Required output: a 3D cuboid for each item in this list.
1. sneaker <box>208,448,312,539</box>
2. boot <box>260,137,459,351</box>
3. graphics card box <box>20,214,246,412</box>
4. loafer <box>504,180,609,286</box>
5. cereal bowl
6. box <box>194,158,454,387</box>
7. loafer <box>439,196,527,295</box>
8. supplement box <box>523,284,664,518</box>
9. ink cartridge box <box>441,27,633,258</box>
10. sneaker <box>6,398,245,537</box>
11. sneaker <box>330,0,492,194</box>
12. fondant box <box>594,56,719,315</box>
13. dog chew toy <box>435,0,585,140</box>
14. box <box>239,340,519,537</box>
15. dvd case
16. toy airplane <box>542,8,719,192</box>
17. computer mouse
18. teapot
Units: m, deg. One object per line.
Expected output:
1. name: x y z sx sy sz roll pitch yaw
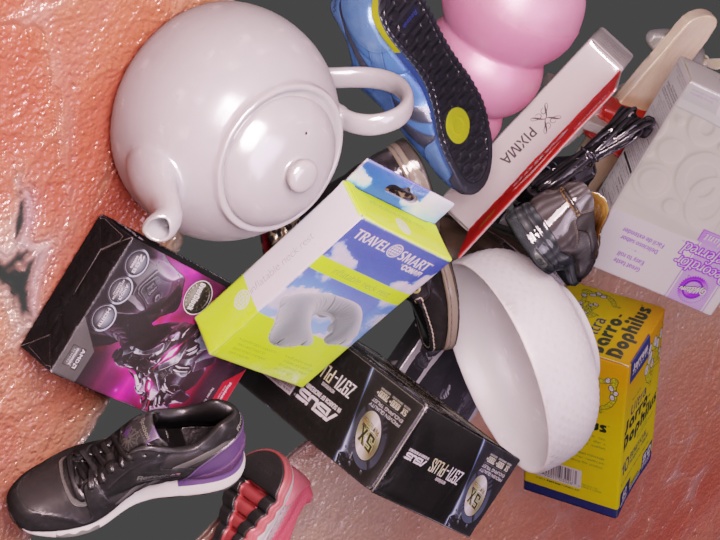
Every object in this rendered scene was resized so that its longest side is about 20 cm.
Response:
1. sneaker: -0.106 0.263 1.671 0.201 0.074 0.087 -57 142 0
2. boot: 0.000 0.000 1.570 0.149 0.073 0.201 -21 123 -12
3. graphics card box: -0.166 0.048 1.487 0.200 0.051 0.126 32 92 -49
4. loafer: 0.183 -0.035 1.561 0.072 0.073 0.200 -36 171 11
5. cereal bowl: 0.150 0.070 1.590 0.083 0.200 0.201 -21 131 -14
6. box: -0.022 0.006 1.468 0.200 0.048 0.122 -41 142 22
7. loafer: 0.097 -0.018 1.674 0.198 0.071 0.074 9 109 -33
8. supplement box: 0.238 0.133 1.881 0.109 0.109 0.202 -49 146 -46
9. ink cartridge box: 0.147 -0.114 1.585 0.200 0.045 0.176 -47 -179 19
10. sneaker: -0.189 0.146 1.471 0.198 0.076 0.088 -17 147 -16
11. sneaker: 0.042 -0.150 1.511 0.066 0.078 0.201 -48 119 -35
12. fondant box: 0.305 -0.074 1.670 0.143 0.058 0.201 21 118 -14
13. dog chew toy: 0.109 -0.188 1.562 0.124 0.125 0.201 -3 130 -44
14. box: 0.013 0.128 1.602 0.086 0.200 0.163 -56 141 1
15. dvd case: 0.114 0.050 1.792 0.201 0.025 0.150 -56 140 -3
16. toy airplane: 0.253 -0.139 1.744 0.198 0.142 0.201 -13 121 6
17. computer mouse: 0.194 -0.098 1.644 0.140 0.046 0.200 -35 171 -3
18. teapot: -0.081 -0.102 1.400 0.197 0.146 0.201 28 93 -51
